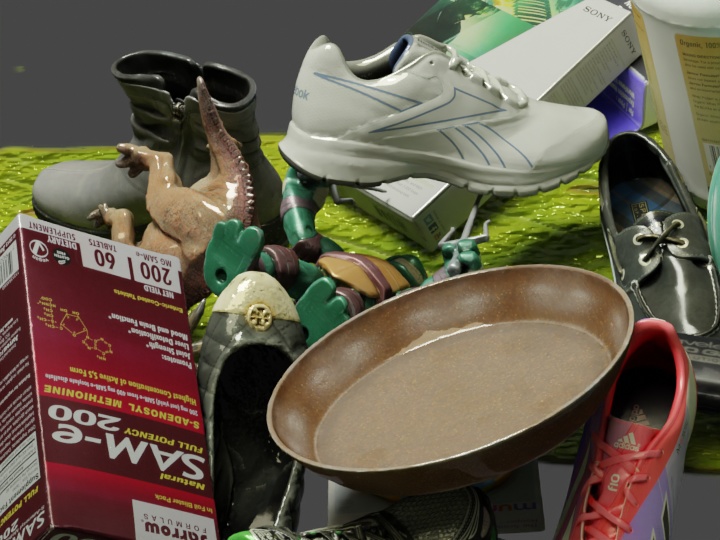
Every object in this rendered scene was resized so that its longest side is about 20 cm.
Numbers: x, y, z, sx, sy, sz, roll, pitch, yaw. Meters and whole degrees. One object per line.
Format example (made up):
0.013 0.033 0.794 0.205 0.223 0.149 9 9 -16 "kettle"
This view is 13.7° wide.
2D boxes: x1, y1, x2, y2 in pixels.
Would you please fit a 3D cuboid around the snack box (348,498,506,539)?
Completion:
-0.007 0.204 1.544 0.116 0.037 0.200 13 45 36 "snack box"

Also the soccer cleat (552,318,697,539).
0.133 0.118 1.540 0.068 0.073 0.200 9 57 12 "soccer cleat"

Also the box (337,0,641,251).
0.067 -0.112 1.914 0.200 0.036 0.144 -43 41 -15 "box"

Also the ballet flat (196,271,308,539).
-0.055 0.096 1.617 0.066 0.057 0.201 4 74 -10 "ballet flat"

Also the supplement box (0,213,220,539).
-0.143 0.076 1.605 0.061 0.109 0.200 -43 44 38 "supplement box"

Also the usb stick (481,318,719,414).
0.162 0.053 1.644 0.199 0.033 0.055 8 29 8 "usb stick"

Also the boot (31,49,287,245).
-0.136 -0.084 1.913 0.199 0.132 0.070 4 41 28 "boot"

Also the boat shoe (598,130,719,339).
0.173 -0.010 1.744 0.068 0.057 0.200 -17 34 0 "boat shoe"

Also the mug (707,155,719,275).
0.258 -0.046 1.646 0.114 0.186 0.152 2 20 33 "mug"

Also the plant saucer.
0.050 0.061 1.562 0.200 0.035 0.200 -17 24 8 "plant saucer"

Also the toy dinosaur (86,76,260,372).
-0.100 -0.007 1.786 0.086 0.200 0.136 14 24 -31 "toy dinosaur"

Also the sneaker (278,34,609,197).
0.054 -0.093 1.765 0.199 0.087 0.075 2 18 -15 "sneaker"

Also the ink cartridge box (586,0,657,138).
0.182 -0.167 1.971 0.200 0.043 0.198 -27 36 -11 "ink cartridge box"

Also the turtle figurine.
0.000 0.000 1.750 0.149 0.101 0.200 16 16 27 "turtle figurine"

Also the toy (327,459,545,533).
0.038 0.082 1.651 0.115 0.047 0.200 -5 23 2 "toy"

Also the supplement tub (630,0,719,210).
0.236 -0.145 1.777 0.144 0.200 0.145 -11 35 8 "supplement tub"

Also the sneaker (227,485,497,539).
-0.019 0.160 1.503 0.200 0.085 0.078 -28 36 -17 "sneaker"
